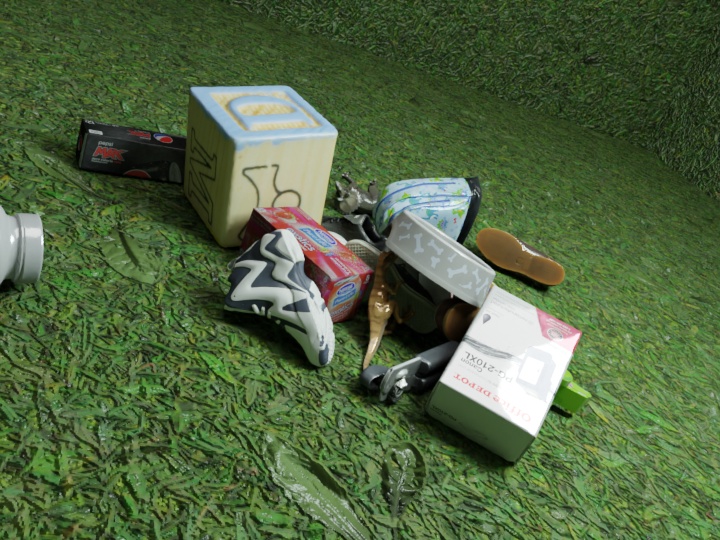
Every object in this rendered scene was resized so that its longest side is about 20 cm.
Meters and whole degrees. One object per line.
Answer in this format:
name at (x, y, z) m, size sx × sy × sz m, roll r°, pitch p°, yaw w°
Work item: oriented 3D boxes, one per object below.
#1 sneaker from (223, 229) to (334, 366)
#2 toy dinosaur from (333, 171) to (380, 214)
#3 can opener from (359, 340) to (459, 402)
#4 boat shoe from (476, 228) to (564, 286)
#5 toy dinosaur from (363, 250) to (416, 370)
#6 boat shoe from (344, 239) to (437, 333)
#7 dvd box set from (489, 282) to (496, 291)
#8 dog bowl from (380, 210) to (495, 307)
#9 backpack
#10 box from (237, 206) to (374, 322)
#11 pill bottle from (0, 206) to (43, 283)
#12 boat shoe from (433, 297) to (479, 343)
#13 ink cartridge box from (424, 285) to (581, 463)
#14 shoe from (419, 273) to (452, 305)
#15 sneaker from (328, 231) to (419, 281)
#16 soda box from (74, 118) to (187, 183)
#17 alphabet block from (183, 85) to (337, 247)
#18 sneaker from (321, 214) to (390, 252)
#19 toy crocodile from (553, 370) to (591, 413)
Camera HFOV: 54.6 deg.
sneaker at (-0.124, 0.055, 0.976) m, size 0.199 × 0.129 × 0.079 m, roll 66°, pitch 13°, yaw 1°
toy dinosaur at (0.007, -0.151, 1.471) m, size 0.200 × 0.077 × 0.102 m, roll 9°, pitch 42°, yaw -37°
can opener at (0.076, 0.135, 0.999) m, size 0.067 × 0.053 × 0.200 m, roll 28°, pitch 23°, yaw 29°
boat shoe at (0.336, -0.026, 1.481) m, size 0.200 × 0.070 × 0.070 m, roll 32°, pitch 10°, yaw 6°
toy dinosaur at (0.029, 0.071, 1.056) m, size 0.060 × 0.200 × 0.106 m, roll -8°, pitch -24°, yaw 37°
boat shoe at (0.048, 0.023, 1.131) m, size 0.200 × 0.075 × 0.062 m, roll 40°, pitch 20°, yaw -11°
dvd box set at (0.244, 0.053, 1.215) m, size 0.200 × 0.029 × 0.146 m, roll 50°, pitch 8°, yaw 29°
dog bowl at (0.124, -0.023, 1.094) m, size 0.200 × 0.059 × 0.200 m, roll 33°, pitch 10°, yaw -6°
backpack at (0.124, -0.108, 1.381) m, size 0.200 × 0.163 × 0.154 m, roll 11°, pitch 43°, yaw -10°
box at (-0.089, -0.012, 1.089) m, size 0.100 × 0.096 × 0.200 m, roll -8°, pitch 40°, yaw -48°
pill bottle at (-0.477, -0.030, 0.796) m, size 0.200 × 0.113 × 0.113 m, roll 2°, pitch 34°, yaw -35°
boat shoe at (0.167, 0.081, 1.129) m, size 0.070 × 0.070 × 0.200 m, roll 33°, pitch 5°, yaw 37°
ink cartridge box at (0.201, 0.140, 0.975) m, size 0.145 × 0.084 × 0.200 m, roll 29°, pitch 52°, yaw 12°
shoe at (0.147, 0.012, 1.260) m, size 0.091 × 0.072 × 0.200 m, roll 9°, pitch 27°, yaw -20°
sneaker at (0.000, 0.000, 1.182) m, size 0.200 × 0.071 × 0.080 m, roll 18°, pitch 32°, yaw 5°
soda box at (-0.392, -0.208, 1.235) m, size 0.200 × 0.071 × 0.063 m, roll 5°, pitch 31°, yaw -33°
alphabet block at (-0.176, -0.182, 1.183) m, size 0.195 × 0.200 × 0.196 m, roll -9°, pitch 40°, yaw -30°
sneaker at (-0.022, -0.072, 1.259) m, size 0.200 × 0.091 × 0.066 m, roll 32°, pitch 27°, yaw 16°
toy crocodile at (0.261, 0.160, 1.084) m, size 0.200 × 0.068 × 0.062 m, roll 24°, pitch 27°, yaw 2°
